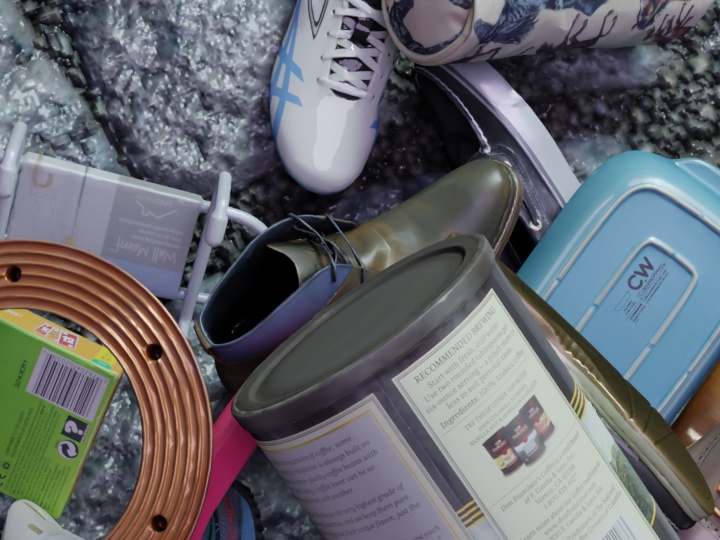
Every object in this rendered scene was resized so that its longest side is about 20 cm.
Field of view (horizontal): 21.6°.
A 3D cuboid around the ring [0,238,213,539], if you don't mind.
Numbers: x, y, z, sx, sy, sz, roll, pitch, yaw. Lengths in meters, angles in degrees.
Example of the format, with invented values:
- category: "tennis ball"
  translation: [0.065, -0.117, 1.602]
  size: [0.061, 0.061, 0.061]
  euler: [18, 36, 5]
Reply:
- category: "ring"
  translation: [-0.168, 0.085, 0.932]
  size: [0.199, 0.019, 0.201]
  euler: [-1, 86, 9]

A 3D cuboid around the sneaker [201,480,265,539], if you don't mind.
- category: "sneaker"
  translation: [-0.107, 0.205, 1.001]
  size: [0.095, 0.079, 0.201]
  euler: [15, 79, -7]

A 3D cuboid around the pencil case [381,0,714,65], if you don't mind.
- category: "pencil case"
  translation: [0.104, -0.161, 1.067]
  size: [0.199, 0.089, 0.078]
  euler: [-10, 113, -36]

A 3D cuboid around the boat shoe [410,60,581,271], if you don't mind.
- category: "boat shoe"
  translation: [0.083, -0.041, 1.087]
  size: [0.066, 0.070, 0.200]
  euler: [-37, 98, -16]

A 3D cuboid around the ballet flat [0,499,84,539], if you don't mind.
- category: "ballet flat"
  translation: [-0.198, 0.148, 0.979]
  size: [0.199, 0.071, 0.066]
  euler: [4, 71, 5]

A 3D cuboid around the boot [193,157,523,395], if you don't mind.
- category: "boot"
  translation: [0.000, 0.000, 1.016]
  size: [0.200, 0.097, 0.075]
  euler: [-42, 61, 1]

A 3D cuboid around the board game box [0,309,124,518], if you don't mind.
- category: "board game box"
  translation: [-0.230, 0.046, 0.993]
  size: [0.199, 0.030, 0.096]
  euler: [25, 113, -2]

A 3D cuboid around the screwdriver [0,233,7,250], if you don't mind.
- category: "screwdriver"
  translation: [-0.240, 0.056, 0.971]
  size: [0.028, 0.029, 0.200]
  euler: [39, 113, -5]

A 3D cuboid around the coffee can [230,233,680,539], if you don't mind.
- category: "coffee can"
  translation: [0.052, 0.105, 0.910]
  size: [0.146, 0.146, 0.200]
  euler: [-37, 101, -14]

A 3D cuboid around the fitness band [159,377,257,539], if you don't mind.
- category: "fitness band"
  translation: [-0.024, 0.128, 0.974]
  size: [0.144, 0.037, 0.200]
  euler: [40, 70, -16]

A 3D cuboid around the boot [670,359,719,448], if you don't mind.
- category: "boot"
  translation: [0.227, 0.163, 1.092]
  size: [0.200, 0.069, 0.188]
  euler: [-42, 78, -20]

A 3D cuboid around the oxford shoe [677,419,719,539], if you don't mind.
- category: "oxford shoe"
  translation: [0.200, 0.118, 1.029]
  size: [0.071, 0.073, 0.200]
  euler: [39, 68, 6]

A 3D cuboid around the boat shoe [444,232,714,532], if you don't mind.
- category: "boat shoe"
  translation: [0.102, 0.068, 1.001]
  size: [0.065, 0.073, 0.200]
  euler: [-45, 83, 12]

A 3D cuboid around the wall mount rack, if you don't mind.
- category: "wall mount rack"
  translation: [-0.149, 0.016, 1.029]
  size: [0.199, 0.075, 0.174]
  euler: [13, 117, -8]

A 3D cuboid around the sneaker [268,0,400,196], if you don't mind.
- category: "sneaker"
  translation: [-0.003, -0.142, 1.079]
  size: [0.072, 0.072, 0.201]
  euler: [16, 80, -10]

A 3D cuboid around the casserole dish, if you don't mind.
- category: "casserole dish"
  translation: [0.144, 0.028, 1.045]
  size: [0.121, 0.039, 0.200]
  euler: [35, 96, -3]
